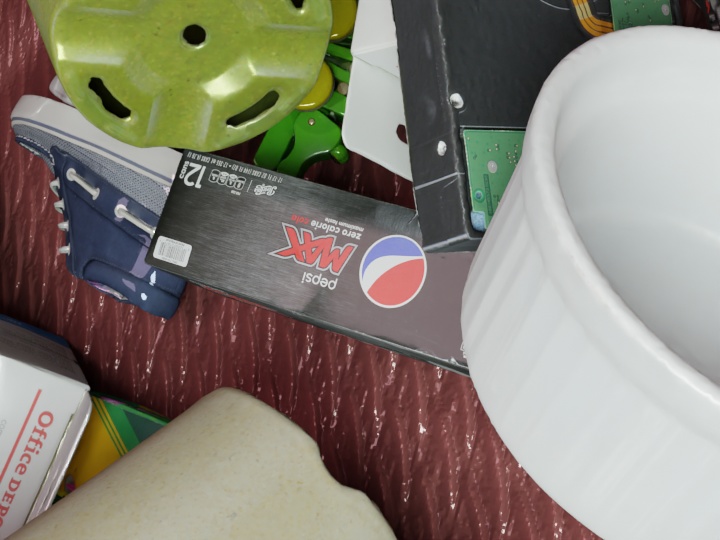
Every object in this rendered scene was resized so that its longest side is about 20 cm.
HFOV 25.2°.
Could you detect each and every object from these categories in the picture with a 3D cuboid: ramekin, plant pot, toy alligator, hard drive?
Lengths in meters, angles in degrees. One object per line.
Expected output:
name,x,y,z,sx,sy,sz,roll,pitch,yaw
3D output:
ramekin,0.133,0.015,0.578,0.098,0.200,0.201,-62,37,44
plant pot,-0.083,0.158,0.713,0.183,0.201,0.200,-43,40,-21
plant pot,-0.095,-0.164,0.795,0.200,0.200,0.185,-43,40,22
toy alligator,-0.019,-0.085,0.867,0.054,0.059,0.201,19,85,5
hard drive,0.077,-0.109,0.688,0.038,0.139,0.201,-19,77,55

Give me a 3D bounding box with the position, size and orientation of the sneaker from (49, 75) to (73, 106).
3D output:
sneaker,-0.129,-0.133,0.948,0.100,0.071,0.200,-66,25,2

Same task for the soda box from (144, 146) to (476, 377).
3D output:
soda box,0.000,0.000,0.765,0.199,0.071,0.064,17,85,30

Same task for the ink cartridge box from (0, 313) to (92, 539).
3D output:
ink cartridge box,-0.208,0.094,0.896,0.116,0.068,0.200,-67,16,0

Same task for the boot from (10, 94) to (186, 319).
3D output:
boot,-0.162,-0.041,0.963,0.200,0.073,0.091,22,83,45

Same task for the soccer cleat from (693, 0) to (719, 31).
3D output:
soccer cleat,0.178,-0.139,0.703,0.073,0.068,0.201,-10,48,2

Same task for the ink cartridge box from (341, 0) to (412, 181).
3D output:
ink cartridge box,0.063,-0.139,0.764,0.068,0.115,0.201,-5,70,43

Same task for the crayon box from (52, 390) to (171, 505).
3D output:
crayon box,-0.128,0.177,0.853,0.119,0.058,0.201,15,84,45
